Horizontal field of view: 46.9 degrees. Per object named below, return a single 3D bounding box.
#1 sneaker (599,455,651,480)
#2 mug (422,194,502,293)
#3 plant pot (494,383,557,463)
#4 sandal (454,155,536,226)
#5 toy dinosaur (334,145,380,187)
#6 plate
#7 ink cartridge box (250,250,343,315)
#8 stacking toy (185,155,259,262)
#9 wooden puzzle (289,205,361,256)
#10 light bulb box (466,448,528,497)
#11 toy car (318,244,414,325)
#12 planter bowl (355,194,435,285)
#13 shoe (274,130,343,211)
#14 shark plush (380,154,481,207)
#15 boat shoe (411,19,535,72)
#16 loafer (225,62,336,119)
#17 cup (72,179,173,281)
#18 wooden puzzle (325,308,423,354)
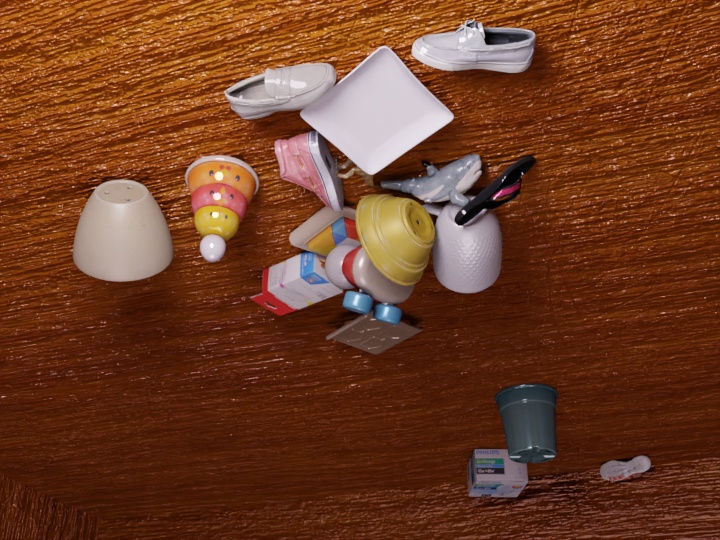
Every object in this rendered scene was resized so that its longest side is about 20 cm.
[{"bbox_3d":[1.017,0.762,3.162,0.198,0.078,0.082,-19,151,28],"label":"sneaker"},{"bbox_3d":[0.199,-0.073,1.726,0.198,0.148,0.176,22,147,22],"label":"mug"},{"bbox_3d":[0.524,0.482,2.574,0.197,0.198,0.201,0,150,0],"label":"plant pot"},{"bbox_3d":[0.266,-0.144,1.594,0.200,0.045,0.075,-40,160,-9],"label":"sandal"},{"bbox_3d":[0.001,-0.198,1.579,0.100,0.059,0.201,-1,149,-1],"label":"toy dinosaur"},{"bbox_3d":[0.028,-0.277,1.442,0.199,0.033,0.199,-32,132,27],"label":"plate"},{"bbox_3d":[-0.150,0.031,1.943,0.198,0.068,0.116,-21,143,30],"label":"ink cartridge box"},{"bbox_3d":[-0.270,-0.105,1.590,0.144,0.202,0.147,-1,150,0],"label":"stacking toy"},{"bbox_3d":[-0.029,-0.068,1.813,0.199,0.038,0.184,23,142,-32],"label":"wooden puzzle"},{"bbox_3d":[0.508,0.757,3.094,0.195,0.126,0.201,1,150,-2],"label":"light bulb box"},{"bbox_3d":[0.000,0.000,1.785,0.176,0.187,0.199,22,171,-42],"label":"toy car"},{"bbox_3d":[0.089,-0.079,1.640,0.199,0.202,0.083,26,137,-37],"label":"planter bowl"},{"bbox_3d":[-0.096,-0.184,1.594,0.090,0.072,0.201,-7,143,13],"label":"shoe"},{"bbox_3d":[0.142,-0.184,1.632,0.198,0.091,0.084,3,128,24],"label":"shark plush"},{"bbox_3d":[0.182,-0.362,1.313,0.198,0.071,0.072,1,138,-9],"label":"boat shoe"},{"bbox_3d":[-0.135,-0.305,1.389,0.198,0.071,0.070,-15,155,23],"label":"loafer"},{"bbox_3d":[-0.472,-0.093,1.646,0.198,0.201,0.145,4,124,-7],"label":"cup"},{"bbox_3d":[0.036,0.154,2.176,0.199,0.047,0.185,18,145,-36],"label":"wooden puzzle"}]
